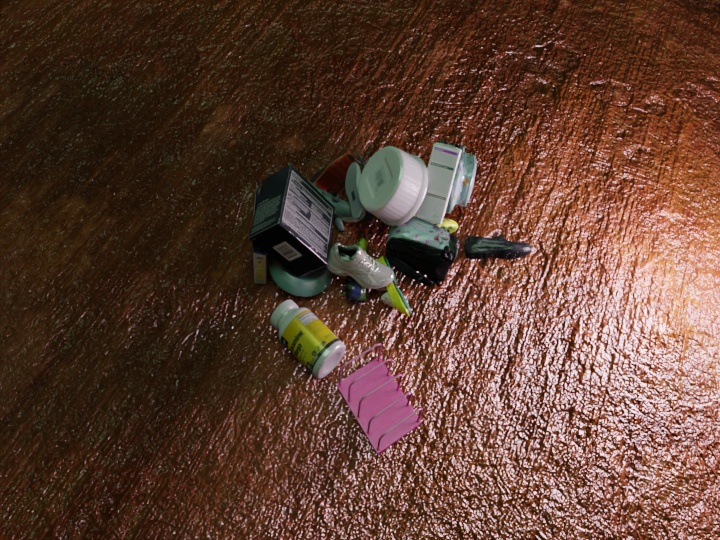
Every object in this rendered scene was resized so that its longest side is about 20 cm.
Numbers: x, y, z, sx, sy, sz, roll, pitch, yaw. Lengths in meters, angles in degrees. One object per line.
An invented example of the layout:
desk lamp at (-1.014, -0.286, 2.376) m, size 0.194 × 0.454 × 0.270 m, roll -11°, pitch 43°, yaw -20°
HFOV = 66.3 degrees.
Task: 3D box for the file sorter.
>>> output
file sorter at (0.046, 0.307, 1.348) m, size 0.136 × 0.127 × 0.202 m, roll -28°, pitch 63°, yaw -17°

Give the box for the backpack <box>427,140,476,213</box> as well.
backpack at (0.263, -0.268, 1.642) m, size 0.149 × 0.180 × 0.201 m, roll 19°, pitch 36°, yaw 13°

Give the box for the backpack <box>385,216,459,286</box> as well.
backpack at (0.166, -0.064, 1.546) m, size 0.194 × 0.169 × 0.129 m, roll 20°, pitch 49°, yaw 2°

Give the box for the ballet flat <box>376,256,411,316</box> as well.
ballet flat at (0.081, 0.053, 1.544) m, size 0.066 × 0.067 × 0.204 m, roll -26°, pitch 58°, yaw 8°

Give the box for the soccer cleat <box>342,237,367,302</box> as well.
soccer cleat at (0.000, 0.001, 1.576) m, size 0.082 × 0.065 × 0.205 m, roll 23°, pitch 53°, yaw -20°

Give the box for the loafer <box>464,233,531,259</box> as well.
loafer at (0.402, -0.074, 1.614) m, size 0.193 × 0.068 × 0.073 m, roll 1°, pitch 68°, yaw 3°

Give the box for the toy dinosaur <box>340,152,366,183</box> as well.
toy dinosaur at (0.012, -0.258, 1.726) m, size 0.105 × 0.201 × 0.180 m, roll -47°, pitch 35°, yaw -12°

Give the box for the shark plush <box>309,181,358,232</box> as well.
shark plush at (-0.076, -0.215, 1.652) m, size 0.200 × 0.083 × 0.091 m, roll 46°, pitch 62°, yaw 2°

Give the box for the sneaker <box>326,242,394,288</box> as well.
sneaker at (0.002, -0.016, 1.484) m, size 0.194 × 0.100 × 0.080 m, roll 17°, pitch 57°, yaw -4°

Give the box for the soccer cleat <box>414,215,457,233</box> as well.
soccer cleat at (0.194, -0.148, 1.645) m, size 0.192 × 0.065 × 0.086 m, roll 1°, pitch 63°, yaw 1°

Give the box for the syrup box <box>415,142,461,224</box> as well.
syrup box at (0.215, -0.241, 1.513) m, size 0.079 × 0.206 × 0.079 m, roll 17°, pitch 17°, yaw 8°

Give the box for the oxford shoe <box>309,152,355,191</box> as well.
oxford shoe at (-0.100, -0.298, 1.694) m, size 0.198 × 0.071 × 0.073 m, roll -39°, pitch 41°, yaw 14°

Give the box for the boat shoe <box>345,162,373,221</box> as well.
boat shoe at (-0.002, -0.227, 1.616) m, size 0.055 × 0.068 × 0.205 m, roll 15°, pitch 51°, yaw -32°

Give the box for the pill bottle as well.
pill bottle at (-0.141, 0.173, 1.431) m, size 0.199 × 0.114 × 0.112 m, roll 40°, pitch 66°, yaw 21°

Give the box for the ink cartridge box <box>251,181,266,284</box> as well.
ink cartridge box at (-0.276, -0.102, 1.537) m, size 0.045 × 0.202 × 0.203 m, roll 4°, pitch 58°, yaw -10°

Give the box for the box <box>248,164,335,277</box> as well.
box at (-0.177, -0.129, 1.475) m, size 0.121 × 0.199 × 0.204 m, roll -19°, pitch 48°, yaw 32°

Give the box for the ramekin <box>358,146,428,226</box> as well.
ramekin at (0.082, -0.234, 1.500) m, size 0.096 × 0.199 × 0.206 m, roll 19°, pitch 49°, yaw -39°

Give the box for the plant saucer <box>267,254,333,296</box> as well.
plant saucer at (-0.164, -0.025, 1.562) m, size 0.193 × 0.036 × 0.206 m, roll 10°, pitch 56°, yaw -14°
